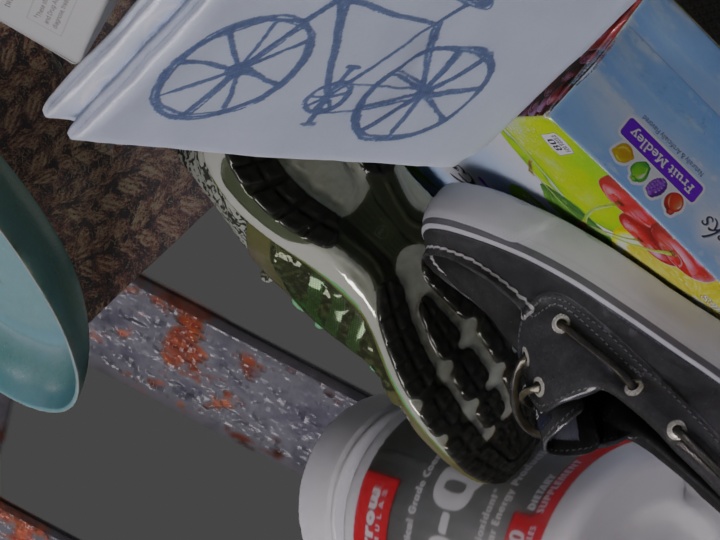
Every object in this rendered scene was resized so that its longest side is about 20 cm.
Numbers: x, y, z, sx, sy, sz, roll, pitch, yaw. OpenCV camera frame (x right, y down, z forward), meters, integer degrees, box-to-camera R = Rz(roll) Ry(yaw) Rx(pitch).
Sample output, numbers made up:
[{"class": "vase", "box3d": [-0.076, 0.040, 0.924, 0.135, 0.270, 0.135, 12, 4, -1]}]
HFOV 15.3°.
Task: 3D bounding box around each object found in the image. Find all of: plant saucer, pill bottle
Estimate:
[{"class": "plant saucer", "box3d": [-0.171, -0.028, 1.032, 0.200, 0.027, 0.201, 39, 158, 19]}, {"class": "pill bottle", "box3d": [0.064, 0.113, 1.133, 0.199, 0.114, 0.114, 10, 142, 56]}]

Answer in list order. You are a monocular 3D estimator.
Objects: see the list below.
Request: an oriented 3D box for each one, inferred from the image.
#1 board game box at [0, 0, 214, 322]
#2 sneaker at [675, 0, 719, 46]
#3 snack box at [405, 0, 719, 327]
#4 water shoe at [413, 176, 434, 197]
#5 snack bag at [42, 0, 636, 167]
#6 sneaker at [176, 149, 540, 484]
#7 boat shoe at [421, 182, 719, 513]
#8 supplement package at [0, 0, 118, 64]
[{"class": "board game box", "box3d": [-0.169, -0.089, 1.090, 0.199, 0.097, 0.160, 21, 147, 47]}, {"class": "sneaker", "box3d": [0.166, -0.054, 0.979, 0.200, 0.071, 0.080, 35, 145, -6]}, {"class": "snack box", "box3d": [0.105, -0.023, 0.991, 0.169, 0.068, 0.200, 43, 170, -15]}, {"class": "water shoe", "box3d": [0.003, -0.021, 1.123, 0.079, 0.072, 0.201, -4, 130, 39]}, {"class": "snack bag", "box3d": [0.030, -0.097, 0.787, 0.200, 0.188, 0.021, -43, 63, 32]}, {"class": "sneaker", "box3d": [0.000, 0.000, 1.049, 0.200, 0.077, 0.088, 53, 155, -15]}, {"class": "boat shoe", "box3d": [0.088, 0.040, 0.941, 0.199, 0.066, 0.070, 34, 168, 26]}, {"class": "supplement package", "box3d": [-0.114, -0.194, 0.723, 0.199, 0.151, 0.152, 29, 143, -4]}]
